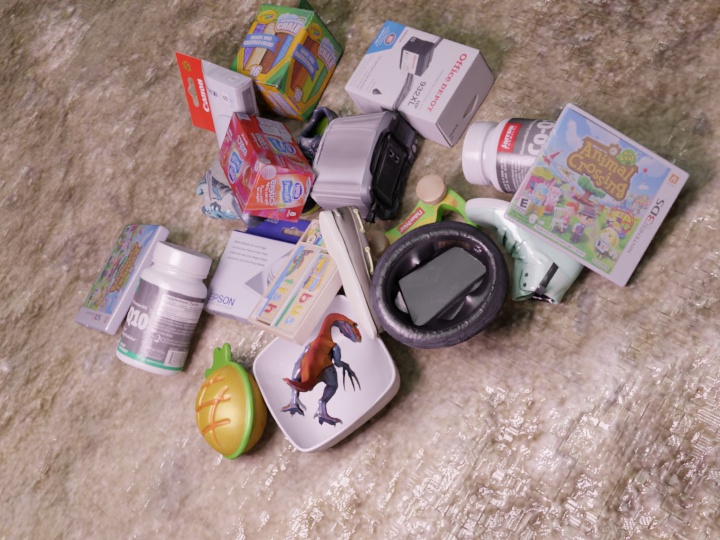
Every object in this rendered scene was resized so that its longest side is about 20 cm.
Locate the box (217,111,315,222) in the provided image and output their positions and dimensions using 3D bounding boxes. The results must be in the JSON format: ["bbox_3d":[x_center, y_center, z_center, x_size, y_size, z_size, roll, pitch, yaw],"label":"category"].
[{"bbox_3d":[-0.158,-0.172,1.728,0.096,0.099,0.200,-67,30,25],"label":"box"}]

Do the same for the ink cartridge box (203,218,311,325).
[{"bbox_3d":[-0.146,-0.004,1.735,0.198,0.041,0.201,12,72,31],"label":"ink cartridge box"}]

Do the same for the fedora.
[{"bbox_3d":[0.116,0.029,1.512,0.199,0.092,0.202,-3,72,9],"label":"fedora"}]

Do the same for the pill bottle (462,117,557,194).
[{"bbox_3d":[0.259,-0.168,1.560,0.199,0.114,0.115,9,71,30],"label":"pill bottle"}]

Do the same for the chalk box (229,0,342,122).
[{"bbox_3d":[-0.122,-0.387,1.858,0.123,0.125,0.201,18,77,33],"label":"chalk box"}]

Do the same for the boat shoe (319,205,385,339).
[{"bbox_3d":[0.001,-0.001,1.541,0.060,0.072,0.203,-18,79,-18],"label":"boat shoe"}]

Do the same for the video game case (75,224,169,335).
[{"bbox_3d":[-0.416,0.011,1.822,0.182,0.022,0.201,6,66,59],"label":"video game case"}]

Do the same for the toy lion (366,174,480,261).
[{"bbox_3d":[0.107,-0.018,1.605,0.200,0.069,0.192,-44,62,1],"label":"toy lion"}]

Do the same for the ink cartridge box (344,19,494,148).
[{"bbox_3d":[0.097,-0.310,1.732,0.199,0.084,0.146,27,81,34],"label":"ink cartridge box"}]

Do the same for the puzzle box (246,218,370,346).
[{"bbox_3d":[-0.081,0.015,1.624,0.133,0.025,0.201,15,68,50],"label":"puzzle box"}]

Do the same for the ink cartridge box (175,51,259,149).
[{"bbox_3d":[-0.260,-0.287,1.860,0.199,0.161,0.047,25,50,33],"label":"ink cartridge box"}]

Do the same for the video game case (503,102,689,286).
[{"bbox_3d":[0.327,-0.104,1.459,0.199,0.022,0.183,30,94,-4],"label":"video game case"}]

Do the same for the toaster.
[{"bbox_3d":[0.001,-0.162,1.694,0.128,0.114,0.201,5,71,35],"label":"toaster"}]

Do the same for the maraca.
[{"bbox_3d":[-0.206,0.202,1.627,0.138,0.106,0.200,-62,35,24],"label":"maraca"}]

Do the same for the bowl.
[{"bbox_3d":[-0.042,0.162,1.581,0.199,0.075,0.200,-39,54,6],"label":"bowl"}]

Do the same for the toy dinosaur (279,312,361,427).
[{"bbox_3d":[-0.044,0.125,1.471,0.104,0.200,0.183,12,61,1],"label":"toy dinosaur"}]

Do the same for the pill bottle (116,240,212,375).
[{"bbox_3d":[-0.318,0.061,1.720,0.113,0.113,0.201,20,93,33],"label":"pill bottle"}]

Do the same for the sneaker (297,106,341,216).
[{"bbox_3d":[-0.084,-0.187,1.767,0.073,0.081,0.201,7,70,30],"label":"sneaker"}]

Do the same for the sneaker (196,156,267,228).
[{"bbox_3d":[-0.224,-0.113,1.806,0.086,0.078,0.200,-47,38,5],"label":"sneaker"}]

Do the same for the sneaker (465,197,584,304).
[{"bbox_3d":[0.221,-0.025,1.524,0.200,0.074,0.119,26,80,23],"label":"sneaker"}]
